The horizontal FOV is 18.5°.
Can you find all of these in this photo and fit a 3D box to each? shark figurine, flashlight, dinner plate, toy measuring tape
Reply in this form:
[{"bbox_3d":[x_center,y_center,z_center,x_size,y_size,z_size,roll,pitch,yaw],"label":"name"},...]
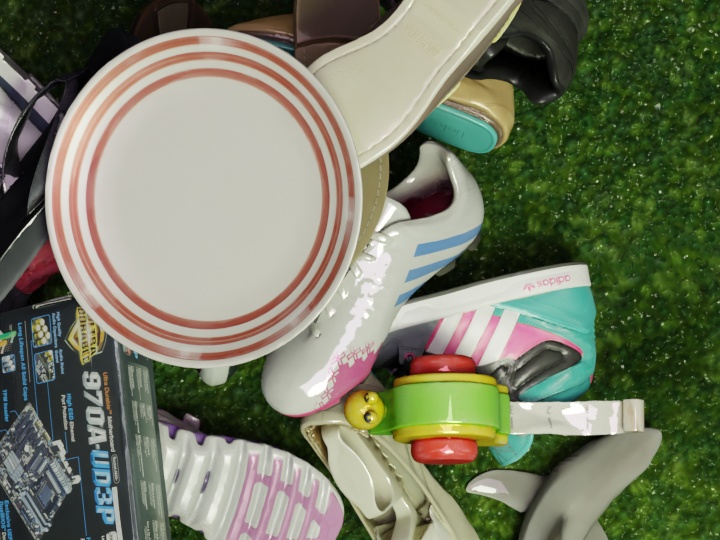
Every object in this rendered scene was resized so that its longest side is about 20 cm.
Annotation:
[{"bbox_3d":[0.134,0.209,1.467,0.128,0.090,0.215,5,91,-5],"label":"shark figurine"},{"bbox_3d":[-0.177,-0.012,1.390,0.200,0.068,0.068,-25,96,21],"label":"flashlight"},{"bbox_3d":[-0.092,-0.042,1.305,0.200,0.024,0.200,0,90,16],"label":"dinner plate"},{"bbox_3d":[0.089,0.087,1.376,0.200,0.074,0.074,2,93,-11],"label":"toy measuring tape"}]

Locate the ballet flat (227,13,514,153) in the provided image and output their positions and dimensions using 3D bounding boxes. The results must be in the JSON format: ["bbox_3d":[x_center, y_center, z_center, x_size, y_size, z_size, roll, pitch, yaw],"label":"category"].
[{"bbox_3d":[0.008,-0.135,1.454,0.200,0.069,0.063,20,63,-10],"label":"ballet flat"}]

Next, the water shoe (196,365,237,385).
[{"bbox_3d":[-0.044,-0.013,1.422,0.079,0.072,0.200,22,75,-8],"label":"water shoe"}]

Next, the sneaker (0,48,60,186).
[{"bbox_3d":[-0.270,-0.127,1.410,0.081,0.076,0.200,-44,96,3],"label":"sneaker"}]

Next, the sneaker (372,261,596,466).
[{"bbox_3d":[0.068,0.073,1.456,0.200,0.084,0.121,-14,85,-7],"label":"sneaker"}]

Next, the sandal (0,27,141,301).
[{"bbox_3d":[-0.196,-0.065,1.356,0.043,0.076,0.200,36,83,-34],"label":"sandal"}]

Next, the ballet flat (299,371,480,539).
[{"bbox_3d":[0.020,0.153,1.435,0.069,0.069,0.200,-34,112,-4],"label":"ballet flat"}]

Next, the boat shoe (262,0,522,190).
[{"bbox_3d":[0.024,-0.121,1.322,0.072,0.060,0.200,44,94,12],"label":"boat shoe"}]

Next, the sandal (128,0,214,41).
[{"bbox_3d":[-0.123,-0.078,1.438,0.082,0.055,0.200,-26,114,-42],"label":"sandal"}]

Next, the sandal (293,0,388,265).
[{"bbox_3d":[-0.023,-0.086,1.380,0.078,0.070,0.212,7,77,-8],"label":"sandal"}]

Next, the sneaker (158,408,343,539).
[{"bbox_3d":[-0.107,0.131,1.436,0.200,0.088,0.081,19,98,-16],"label":"sneaker"}]

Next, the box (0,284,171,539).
[{"bbox_3d":[-0.199,0.122,1.348,0.159,0.046,0.200,-14,73,20],"label":"box"}]

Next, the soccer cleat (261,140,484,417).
[{"bbox_3d":[0.000,0.000,1.382,0.070,0.086,0.200,26,64,34],"label":"soccer cleat"}]

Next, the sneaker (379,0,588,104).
[{"bbox_3d":[0.060,-0.174,1.413,0.200,0.091,0.076,22,135,-16],"label":"sneaker"}]
